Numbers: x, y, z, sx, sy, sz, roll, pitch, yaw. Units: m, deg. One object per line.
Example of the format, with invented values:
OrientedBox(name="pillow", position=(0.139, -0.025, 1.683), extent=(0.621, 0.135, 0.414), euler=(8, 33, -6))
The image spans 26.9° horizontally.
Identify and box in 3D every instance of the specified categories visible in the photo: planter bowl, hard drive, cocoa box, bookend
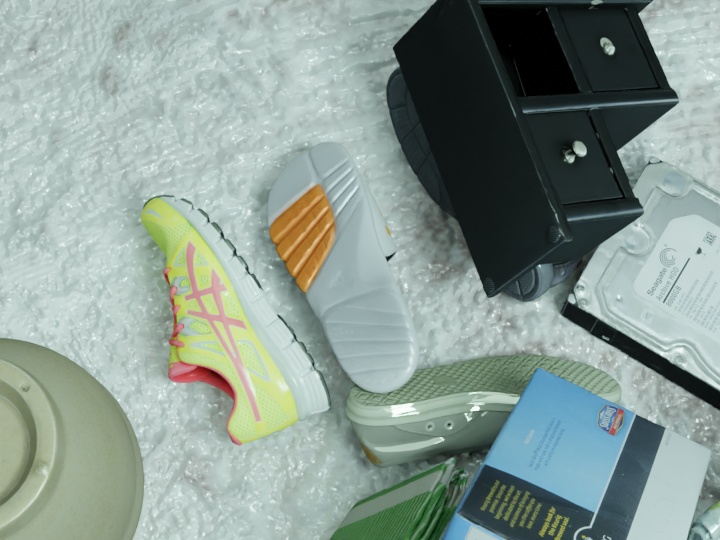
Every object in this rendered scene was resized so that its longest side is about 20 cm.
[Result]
OrientedBox(name="planter bowl", position=(-0.247, 0.130, 0.989), extent=(0.198, 0.135, 0.202), euler=(1, 70, -3))
OrientedBox(name="hard drive", position=(0.265, 0.022, 1.100), extent=(0.199, 0.038, 0.140), euler=(32, 71, 10))
OrientedBox(name="cocoa box", position=(0.121, 0.177, 0.935), extent=(0.130, 0.134, 0.200), euler=(25, 28, 10))
OrientedBox(name="bookend", position=(0.153, -0.100, 1.071), extent=(0.198, 0.092, 0.201), euler=(-7, 69, -35))

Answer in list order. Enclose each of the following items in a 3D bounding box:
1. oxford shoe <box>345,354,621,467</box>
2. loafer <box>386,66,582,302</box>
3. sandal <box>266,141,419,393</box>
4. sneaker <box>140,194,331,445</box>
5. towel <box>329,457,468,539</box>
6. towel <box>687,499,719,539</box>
OrientedBox(name="oxford shoe", position=(0.086, 0.100, 1.057), extent=(0.198, 0.075, 0.058), euler=(-7, 111, -13))
OrientedBox(name="loafer", position=(0.092, -0.071, 1.120), extent=(0.063, 0.072, 0.201), euler=(-24, 77, -34))
OrientedBox(name="sandal", position=(-0.007, 0.005, 1.083), extent=(0.079, 0.059, 0.208), euler=(-29, 60, 13))
OrientedBox(name="sneaker", position=(-0.108, 0.035, 1.061), extent=(0.090, 0.078, 0.201), euler=(-34, 73, -6))
OrientedBox(name="towel", position=(-0.012, 0.216, 0.943), extent=(0.023, 0.152, 0.201), euler=(38, 57, -12))
OrientedBox(name="towel", position=(0.288, 0.153, 0.981), extent=(0.199, 0.171, 0.048), euler=(-32, 68, -13))
